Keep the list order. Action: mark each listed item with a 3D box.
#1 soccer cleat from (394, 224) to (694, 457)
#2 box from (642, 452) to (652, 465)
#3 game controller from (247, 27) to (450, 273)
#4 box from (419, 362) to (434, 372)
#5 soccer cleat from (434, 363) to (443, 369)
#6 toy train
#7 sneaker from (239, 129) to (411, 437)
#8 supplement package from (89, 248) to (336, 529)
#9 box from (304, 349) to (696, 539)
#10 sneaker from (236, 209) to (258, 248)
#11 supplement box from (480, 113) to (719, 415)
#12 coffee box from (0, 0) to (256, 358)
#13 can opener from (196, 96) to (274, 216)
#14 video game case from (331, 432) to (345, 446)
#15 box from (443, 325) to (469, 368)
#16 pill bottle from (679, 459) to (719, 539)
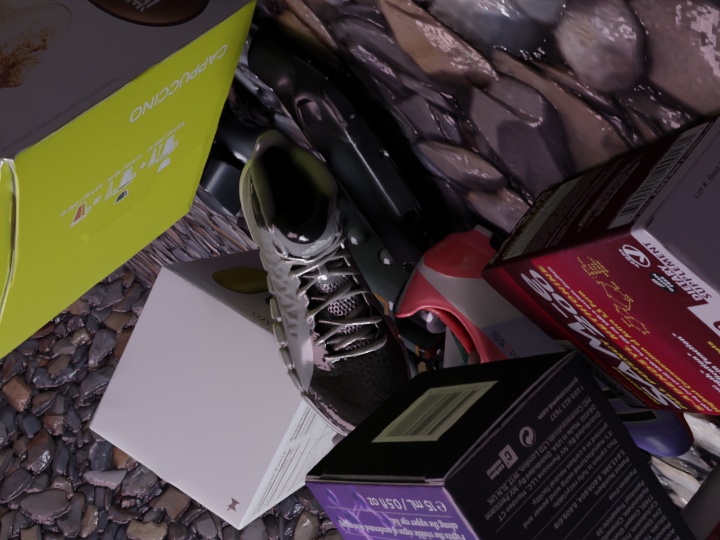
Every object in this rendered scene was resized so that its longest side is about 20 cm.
[{"bbox_3d":[0.113,0.057,0.705,0.200,0.077,0.067,41,170,1],"label":"soccer cleat"},{"bbox_3d":[0.159,0.219,0.969,0.086,0.164,0.200,35,167,21],"label":"box"},{"bbox_3d":[-0.002,-0.070,0.718,0.104,0.042,0.200,50,177,40],"label":"game controller"},{"bbox_3d":[0.063,0.155,1.027,0.164,0.021,0.201,62,-160,-75],"label":"box"},{"bbox_3d":[0.103,0.096,0.941,0.081,0.067,0.200,54,168,-3],"label":"soccer cleat"},{"bbox_3d":[0.000,0.000,0.865,0.200,0.085,0.114,34,158,27],"label":"toy train"},{"bbox_3d":[-0.025,0.009,0.677,0.116,0.075,0.201,102,144,-80],"label":"sneaker"},{"bbox_3d":[-0.088,0.087,0.955,0.151,0.151,0.200,31,-166,14],"label":"supplement package"},{"bbox_3d":[0.089,0.155,0.603,0.200,0.104,0.148,56,151,-8],"label":"box"},{"bbox_3d":[-0.054,0.023,1.091,0.200,0.095,0.079,46,169,-22],"label":"sneaker"},{"bbox_3d":[0.132,0.007,0.486,0.109,0.061,0.200,41,170,-4],"label":"supplement box"},{"bbox_3d":[-0.208,-0.104,0.655,0.198,0.200,0.200,39,139,8],"label":"coffee box"},{"bbox_3d":[-0.090,-0.080,0.897,0.063,0.079,0.200,38,180,11],"label":"can opener"},{"bbox_3d":[0.074,0.180,0.782,0.200,0.022,0.182,56,-163,12],"label":"video game case"},{"bbox_3d":[0.115,0.132,0.773,0.200,0.036,0.145,60,166,30],"label":"box"},{"bbox_3d":[0.267,0.193,0.639,0.200,0.111,0.111,36,169,18],"label":"pill bottle"}]
